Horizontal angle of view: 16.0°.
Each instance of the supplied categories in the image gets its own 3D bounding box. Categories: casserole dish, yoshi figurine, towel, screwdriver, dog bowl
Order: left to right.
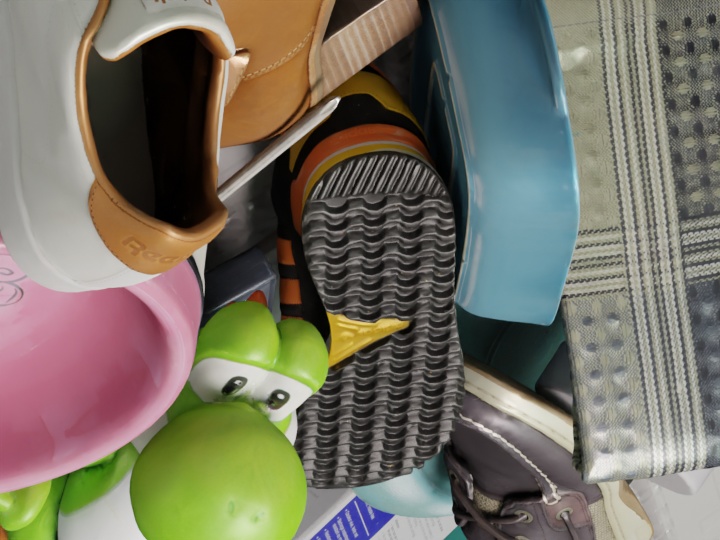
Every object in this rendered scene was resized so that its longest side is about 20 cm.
[{"bbox_3d":[-0.140,0.007,0.835,0.200,0.074,0.200,-8,149,-5],"label":"dog bowl"},{"bbox_3d":[-0.076,0.092,0.940,0.112,0.112,0.200,-16,156,-40],"label":"yoshi figurine"},{"bbox_3d":[-0.074,-0.004,0.939,0.200,0.029,0.028,-32,166,32],"label":"screwdriver"},{"bbox_3d":[0.046,-0.048,0.955,0.039,0.121,0.200,-10,163,-3],"label":"casserole dish"},{"bbox_3d":[0.160,-0.026,1.016,0.192,0.035,0.200,-9,97,-15],"label":"towel"}]

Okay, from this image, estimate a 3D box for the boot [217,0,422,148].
[{"bbox_3d":[-0.068,-0.095,0.847,0.155,0.074,0.200,-31,145,-2],"label":"boot"}]

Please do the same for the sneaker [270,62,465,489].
[{"bbox_3d":[0.000,0.000,0.997,0.070,0.090,0.200,-6,139,-8],"label":"sneaker"}]

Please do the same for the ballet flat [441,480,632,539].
[{"bbox_3d":[0.063,0.131,1.261,0.200,0.068,0.068,-31,156,-10],"label":"ballet flat"}]

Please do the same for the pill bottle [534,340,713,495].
[{"bbox_3d":[0.162,-0.009,1.088,0.200,0.111,0.111,-54,149,-10],"label":"pill bottle"}]

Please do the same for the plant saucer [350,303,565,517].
[{"bbox_3d":[0.071,0.030,1.134,0.200,0.027,0.200,-28,137,-30],"label":"plant saucer"}]

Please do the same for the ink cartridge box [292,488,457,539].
[{"bbox_3d":[-0.017,0.126,1.176,0.200,0.039,0.100,-41,147,-16],"label":"ink cartridge box"}]

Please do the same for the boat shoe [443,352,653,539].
[{"bbox_3d":[0.071,0.096,1.108,0.065,0.072,0.200,-54,150,-7],"label":"boat shoe"}]

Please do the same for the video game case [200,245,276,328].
[{"bbox_3d":[-0.125,0.067,1.005,0.200,0.019,0.143,-29,164,-15],"label":"video game case"}]

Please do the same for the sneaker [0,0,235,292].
[{"bbox_3d":[-0.070,-0.097,0.736,0.073,0.200,0.085,-12,-178,-39],"label":"sneaker"}]
